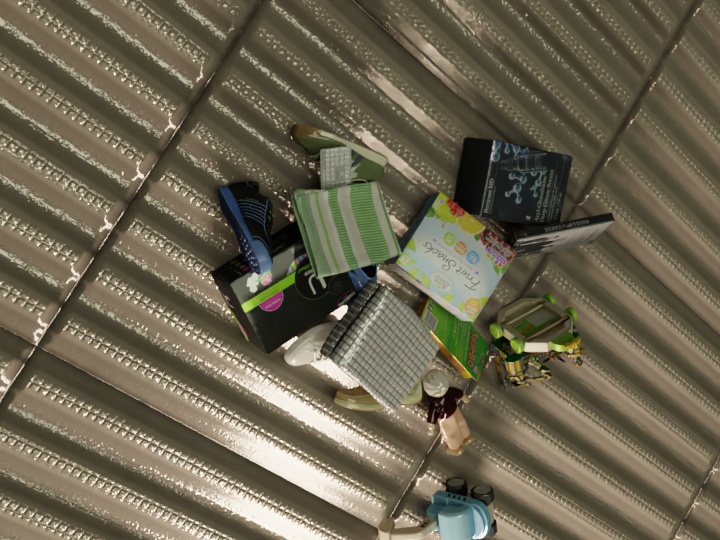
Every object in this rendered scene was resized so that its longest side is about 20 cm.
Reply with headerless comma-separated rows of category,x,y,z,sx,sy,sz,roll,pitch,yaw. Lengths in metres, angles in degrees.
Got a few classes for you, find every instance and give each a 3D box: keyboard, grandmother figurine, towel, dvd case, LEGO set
keyboard,-0.044,-0.131,1.554,0.056,0.011,0.202,-5,126,-8
grandmother figurine,0.172,0.284,1.742,0.121,0.060,0.201,-46,128,-36
towel,0.036,0.134,1.546,0.166,0.085,0.200,-54,130,-11
dvd case,0.390,-0.066,1.723,0.198,0.150,0.025,-12,77,-5
LEGO set,0.370,0.196,1.791,0.198,0.154,0.117,-22,108,-18
towel,-0.022,-0.077,1.492,0.199,0.023,0.154,-13,83,-43

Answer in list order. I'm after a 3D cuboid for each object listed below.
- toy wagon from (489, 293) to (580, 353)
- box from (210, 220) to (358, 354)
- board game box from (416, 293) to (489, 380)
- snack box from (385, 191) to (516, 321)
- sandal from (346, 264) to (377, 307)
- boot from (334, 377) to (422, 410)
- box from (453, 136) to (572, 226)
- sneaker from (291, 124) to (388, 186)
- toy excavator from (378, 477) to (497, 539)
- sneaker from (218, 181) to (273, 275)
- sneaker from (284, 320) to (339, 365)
toy wagon,0.365,0.118,1.743,0.154,0.200,0.040,-26,124,-19
box,-0.135,0.024,1.522,0.199,0.124,0.150,-33,112,-18
board game box,0.187,0.128,1.733,0.200,0.030,0.096,45,50,-24
snack box,0.177,-0.024,1.671,0.199,0.068,0.169,36,80,-12
sandal,0.000,0.000,1.593,0.079,0.087,0.202,-23,125,-23
boot,0.040,0.186,1.667,0.198,0.072,0.156,-3,102,-33
box,0.301,-0.173,1.709,0.198,0.107,0.150,6,98,-26
sneaker,-0.042,-0.191,1.556,0.199,0.067,0.091,17,87,-31
toy excavator,0.160,0.513,1.764,0.199,0.193,0.101,-24,112,-50
sneaker,-0.175,-0.080,1.452,0.077,0.201,0.070,-17,144,-19
sneaker,-0.040,0.143,1.599,0.198,0.085,0.073,-20,146,-16
